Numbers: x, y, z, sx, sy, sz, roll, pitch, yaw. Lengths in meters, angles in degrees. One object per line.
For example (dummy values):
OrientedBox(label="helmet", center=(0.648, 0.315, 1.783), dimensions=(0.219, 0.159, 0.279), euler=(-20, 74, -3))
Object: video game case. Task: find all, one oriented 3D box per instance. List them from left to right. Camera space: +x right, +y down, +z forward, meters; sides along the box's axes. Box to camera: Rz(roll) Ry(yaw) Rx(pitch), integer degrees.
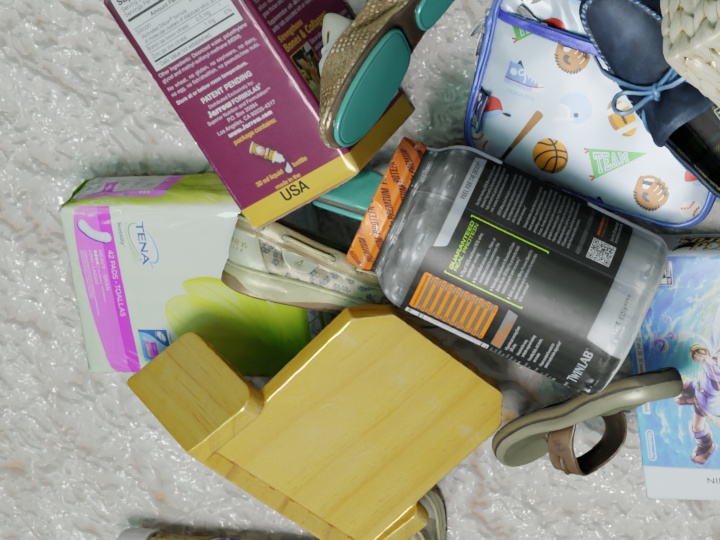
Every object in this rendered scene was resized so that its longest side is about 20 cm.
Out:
OrientedBox(label="video game case", center=(0.286, 0.071, 1.684), dimensions=(0.181, 0.045, 0.200), euler=(-1, 114, 22))

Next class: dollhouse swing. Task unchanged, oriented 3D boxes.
OrientedBox(label="dollhouse swing", center=(-0.027, 0.094, 1.758), dimensions=(0.200, 0.182, 0.176), euler=(36, 92, -34))

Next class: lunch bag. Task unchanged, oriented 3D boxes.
OrientedBox(label="lunch bag", center=(0.170, -0.128, 1.621), dimensions=(0.200, 0.076, 0.160), euler=(20, 118, 11))

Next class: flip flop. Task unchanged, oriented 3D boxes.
OrientedBox(label="flip flop", center=(0.166, 0.117, 1.702), dimensions=(0.200, 0.081, 0.058), euler=(-28, 80, 53))

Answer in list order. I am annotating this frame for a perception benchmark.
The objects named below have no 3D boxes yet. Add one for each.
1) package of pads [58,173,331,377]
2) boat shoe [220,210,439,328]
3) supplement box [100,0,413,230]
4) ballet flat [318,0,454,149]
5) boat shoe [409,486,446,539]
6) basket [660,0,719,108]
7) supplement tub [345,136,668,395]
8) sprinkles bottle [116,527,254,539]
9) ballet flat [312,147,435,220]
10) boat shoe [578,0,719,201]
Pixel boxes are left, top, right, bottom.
OrientedBox(label="package of pads", center=(-0.125, 0.001, 1.803), dimensions=(0.200, 0.068, 0.155), euler=(1, 114, 19))
OrientedBox(label="boat shoe", center=(0.000, 0.000, 1.718), dimensions=(0.200, 0.073, 0.063), euler=(9, 98, -21))
OrientedBox(label="supplement box", center=(-0.071, -0.152, 1.672), dimensions=(0.103, 0.131, 0.200), euler=(-27, 101, 30))
OrientedBox(label="ballet flat", center=(0.014, -0.172, 1.618), dimensions=(0.065, 0.200, 0.071), euler=(27, 161, 24))
OrientedBox(label="boat shoe", center=(0.040, 0.263, 1.862), dimensions=(0.072, 0.065, 0.200), euler=(3, 115, 21))
OrientedBox(label="basket", center=(0.292, -0.152, 1.484), dimensions=(0.123, 0.136, 0.200), euler=(-28, 133, 36))
OrientedBox(label="supplement tub", center=(0.099, -0.007, 1.611), dimensions=(0.200, 0.123, 0.123), euler=(26, 121, 0))
OrientedBox(label="sprinkles bottle", center=(-0.103, 0.251, 1.914), dimensions=(0.200, 0.068, 0.068), euler=(3, 115, 20))
OrientedBox(label="ballet flat", center=(0.065, -0.051, 1.712), dimensions=(0.200, 0.067, 0.070), euler=(19, 99, 11))
OrientedBox(label="boat shoe", center=(0.219, -0.111, 1.526), dimensions=(0.200, 0.069, 0.084), euler=(42, 130, 0))
